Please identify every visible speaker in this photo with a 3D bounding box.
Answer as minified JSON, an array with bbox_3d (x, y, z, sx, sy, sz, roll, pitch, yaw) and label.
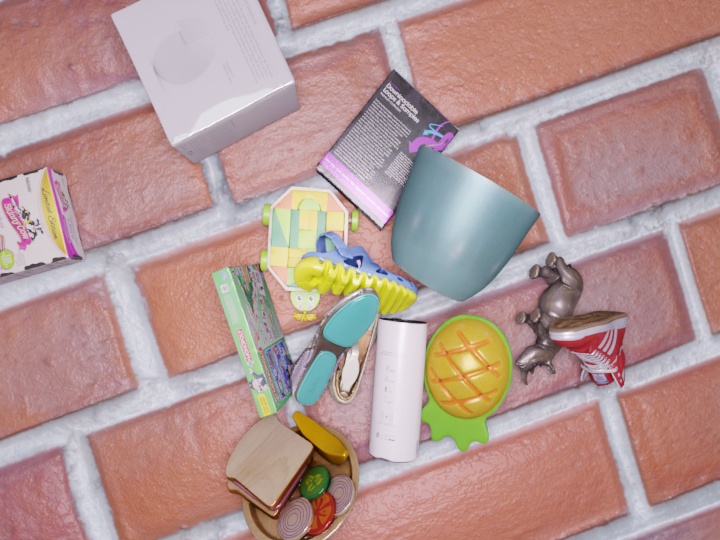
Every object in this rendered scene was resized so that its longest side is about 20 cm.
[{"bbox_3d":[0.057,0.176,0.837,0.078,0.081,0.209,4,89,-3],"label":"speaker"}]

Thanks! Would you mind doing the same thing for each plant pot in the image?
[{"bbox_3d":[0.133,-0.057,0.795,0.196,0.201,0.165,29,99,-2],"label":"plant pot"}]

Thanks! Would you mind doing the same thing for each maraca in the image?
[{"bbox_3d":[0.156,0.169,0.832,0.133,0.106,0.208,15,98,20],"label":"maraca"}]

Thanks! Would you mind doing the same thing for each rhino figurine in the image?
[{"bbox_3d":[0.292,0.082,0.860,0.085,0.060,0.207,18,90,-22],"label":"rhino figurine"}]

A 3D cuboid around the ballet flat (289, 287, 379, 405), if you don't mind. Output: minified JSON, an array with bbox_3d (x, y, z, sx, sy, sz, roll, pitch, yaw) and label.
[{"bbox_3d":[-0.045,0.098,0.804,0.071,0.072,0.203,33,102,-1],"label":"ballet flat"}]

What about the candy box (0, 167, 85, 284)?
[{"bbox_3d":[-0.534,-0.057,0.825,0.193,0.061,0.141,-16,89,-4],"label":"candy box"}]

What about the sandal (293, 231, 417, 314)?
[{"bbox_3d":[0.000,0.000,0.810,0.195,0.080,0.089,22,50,-20],"label":"sandal"}]

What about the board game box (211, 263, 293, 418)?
[{"bbox_3d":[-0.147,0.093,0.803,0.028,0.134,0.207,-19,89,9],"label":"board game box"}]

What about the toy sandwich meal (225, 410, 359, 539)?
[{"bbox_3d":[-0.097,0.292,0.791,0.199,0.208,0.072,-22,133,-2],"label":"toy sandwich meal"}]

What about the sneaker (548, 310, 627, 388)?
[{"bbox_3d":[0.344,0.125,0.822,0.195,0.070,0.117,-2,95,-42],"label":"sneaker"}]

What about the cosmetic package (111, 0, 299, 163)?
[{"bbox_3d":[-0.218,-0.305,0.815,0.195,0.123,0.205,-26,90,-2],"label":"cosmetic package"}]

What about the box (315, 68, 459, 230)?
[{"bbox_3d":[0.043,-0.189,0.869,0.142,0.036,0.202,40,89,-2],"label":"box"}]

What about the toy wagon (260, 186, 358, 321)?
[{"bbox_3d":[-0.080,-0.023,0.857,0.149,0.040,0.209,3,88,-2],"label":"toy wagon"}]

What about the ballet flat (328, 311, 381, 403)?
[{"bbox_3d":[-0.003,0.105,0.846,0.065,0.062,0.208,11,88,-6],"label":"ballet flat"}]
